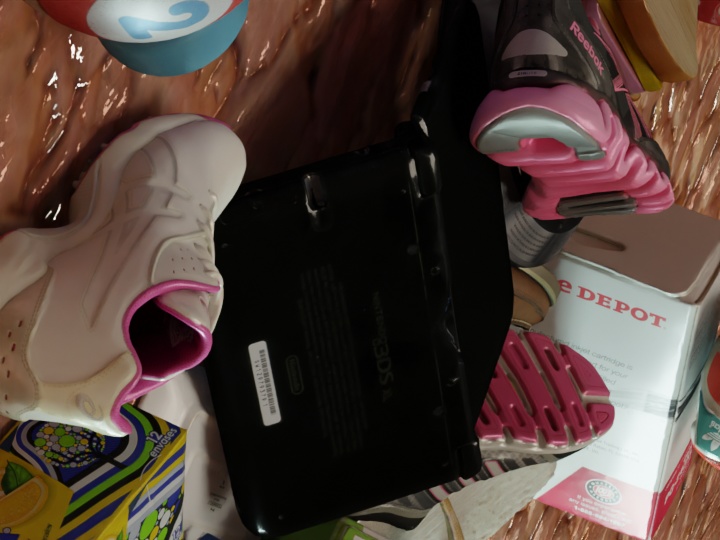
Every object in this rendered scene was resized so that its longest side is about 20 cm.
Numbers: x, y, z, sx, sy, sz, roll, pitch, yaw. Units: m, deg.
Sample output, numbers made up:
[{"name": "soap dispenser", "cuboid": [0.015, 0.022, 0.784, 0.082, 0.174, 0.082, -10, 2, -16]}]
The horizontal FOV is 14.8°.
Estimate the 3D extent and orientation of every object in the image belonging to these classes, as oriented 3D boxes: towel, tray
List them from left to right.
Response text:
[{"name": "tray", "cuboid": [-0.075, 0.105, 1.323, 0.107, 0.022, 0.200, -67, 162, -4]}, {"name": "towel", "cuboid": [0.034, 0.133, 1.565, 0.200, 0.034, 0.133, -40, 148, -20]}]

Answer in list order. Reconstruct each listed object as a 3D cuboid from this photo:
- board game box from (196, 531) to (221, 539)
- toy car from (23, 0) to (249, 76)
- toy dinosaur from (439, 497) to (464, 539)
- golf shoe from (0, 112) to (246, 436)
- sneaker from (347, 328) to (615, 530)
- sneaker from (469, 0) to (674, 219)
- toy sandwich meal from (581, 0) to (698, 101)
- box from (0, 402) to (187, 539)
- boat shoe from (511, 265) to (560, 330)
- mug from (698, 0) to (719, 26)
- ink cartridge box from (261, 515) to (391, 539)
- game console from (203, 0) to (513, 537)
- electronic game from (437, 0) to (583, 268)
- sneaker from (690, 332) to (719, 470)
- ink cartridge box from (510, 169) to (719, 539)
[{"name": "board game box", "cuboid": [-0.124, 0.223, 1.257, 0.200, 0.034, 0.135, -36, 145, -46]}, {"name": "toy car", "cuboid": [-0.008, -0.141, 0.941, 0.177, 0.200, 0.184, -64, 161, -11]}, {"name": "toy dinosaur", "cuboid": [0.058, 0.195, 1.533, 0.101, 0.058, 0.200, -41, 132, -78]}, {"name": "golf shoe", "cuboid": [-0.084, 0.005, 1.072, 0.200, 0.092, 0.075, -48, 152, -49]}, {"name": "sneaker", "cuboid": [0.042, 0.088, 1.457, 0.200, 0.074, 0.087, -12, 155, -36]}, {"name": "sneaker", "cuboid": [0.104, -0.083, 1.337, 0.200, 0.079, 0.095, 46, 40, -69]}, {"name": "toy sandwich meal", "cuboid": [0.136, -0.192, 1.410, 0.205, 0.070, 0.205, 1, 90, -65]}, {"name": "box", "cuboid": [-0.145, 0.134, 1.089, 0.200, 0.064, 0.070, -52, 156, -42]}, {"name": "boat shoe", "cuboid": [0.045, 0.006, 1.482, 0.200, 0.072, 0.068, 32, 80, -60]}, {"name": "mug", "cuboid": [0.247, -0.263, 1.644, 0.178, 0.133, 0.200, -45, 155, -46]}, {"name": "ink cartridge box", "cuboid": [0.041, 0.197, 1.399, 0.076, 0.200, 0.148, -64, -167, -10]}, {"name": "game console", "cuboid": [0.000, 0.000, 1.299, 0.176, 0.116, 0.200, -17, 129, -9]}, {"name": "electronic game", "cuboid": [0.086, -0.101, 1.438, 0.200, 0.042, 0.200, 1, 90, -65]}, {"name": "sneaker", "cuboid": [0.226, 0.068, 1.621, 0.093, 0.070, 0.200, -57, 172, 8]}, {"name": "ink cartridge box", "cuboid": [0.132, 0.044, 1.638, 0.083, 0.145, 0.200, -52, 157, -44]}]
